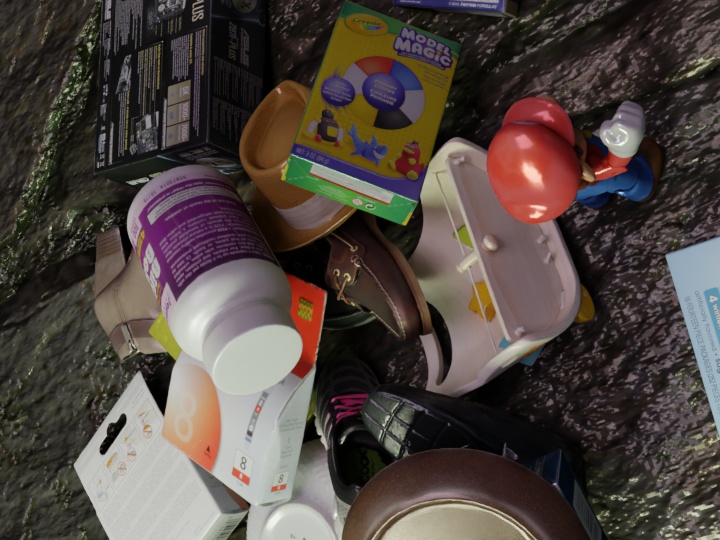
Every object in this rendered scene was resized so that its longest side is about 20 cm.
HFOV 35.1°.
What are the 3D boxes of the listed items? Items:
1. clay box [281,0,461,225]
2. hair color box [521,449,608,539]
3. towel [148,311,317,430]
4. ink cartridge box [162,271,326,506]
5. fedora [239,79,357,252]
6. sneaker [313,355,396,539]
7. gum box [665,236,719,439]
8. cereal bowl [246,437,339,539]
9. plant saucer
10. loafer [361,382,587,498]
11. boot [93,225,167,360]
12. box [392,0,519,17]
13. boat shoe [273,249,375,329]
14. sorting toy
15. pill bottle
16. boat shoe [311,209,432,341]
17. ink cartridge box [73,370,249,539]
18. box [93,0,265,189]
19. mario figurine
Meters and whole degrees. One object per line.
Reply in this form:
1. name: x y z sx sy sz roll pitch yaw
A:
1. clay box: 0.015 -0.149 0.983 0.048 0.114 0.202 119 169 -61
2. hair color box: 0.091 0.229 0.907 0.198 0.061 0.101 -25 100 20
3. towel: -0.126 0.094 1.158 0.200 0.018 0.086 41 108 14
4. ink cartridge box: -0.111 0.094 1.059 0.161 0.050 0.202 24 111 44
5. fedora: -0.053 -0.114 1.044 0.199 0.082 0.202 -29 39 27
6. sneaker: 0.001 0.147 1.017 0.088 0.073 0.201 99 167 -47
7. gum box: 0.346 0.039 0.838 0.199 0.044 0.172 -22 77 33
8. cereal bowl: -0.034 0.260 1.078 0.198 0.083 0.203 -1 88 34
9. plant saucer: 0.077 0.233 0.862 0.198 0.035 0.203 5 110 14
10. loafer: 0.096 0.143 0.950 0.198 0.072 0.073 27 124 -1
11. boot: -0.208 0.012 1.218 0.199 0.070 0.148 -18 86 34
12. box: 0.100 -0.334 1.021 0.120 0.032 0.203 13 98 34
13. boat shoe: -0.067 0.016 1.112 0.198 0.066 0.075 12 97 35
14. sorting toy: 0.093 0.025 0.987 0.180 0.106 0.202 -45 49 40
15. pill bottle: -0.126 0.009 0.998 0.113 0.112 0.201 -52 47 22
16. boat shoe: 0.000 0.000 1.025 0.200 0.070 0.071 -125 21 -50
17. ink cartridge box: -0.222 0.237 1.238 0.163 0.050 0.201 -52 54 23
18. box: -0.185 -0.198 1.167 0.162 0.086 0.203 -11 73 34
19. mario figurine: 0.163 -0.098 0.873 0.124 0.199 0.106 -47 66 24
